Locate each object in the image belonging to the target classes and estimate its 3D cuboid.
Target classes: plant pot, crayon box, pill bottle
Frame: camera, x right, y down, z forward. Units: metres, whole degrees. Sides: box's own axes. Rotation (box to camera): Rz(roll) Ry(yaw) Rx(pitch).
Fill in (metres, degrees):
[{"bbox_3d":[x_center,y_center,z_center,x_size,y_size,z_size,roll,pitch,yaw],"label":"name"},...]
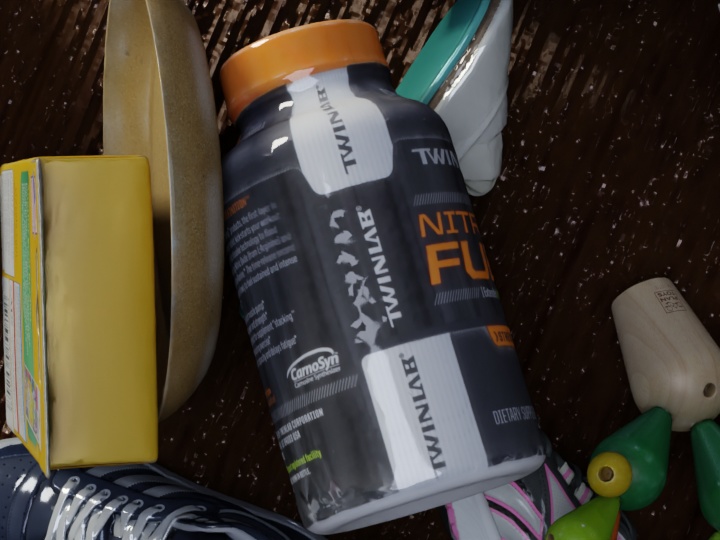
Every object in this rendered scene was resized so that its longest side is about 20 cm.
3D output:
[{"bbox_3d":[-0.086,-0.034,0.890,0.027,0.200,0.201,-3,92,-14],"label":"plant pot"},{"bbox_3d":[-0.123,0.015,0.885,0.051,0.200,0.127,-2,92,-13],"label":"crayon box"},{"bbox_3d":[0.000,0.000,0.851,0.106,0.106,0.201,-18,80,6],"label":"pill bottle"}]

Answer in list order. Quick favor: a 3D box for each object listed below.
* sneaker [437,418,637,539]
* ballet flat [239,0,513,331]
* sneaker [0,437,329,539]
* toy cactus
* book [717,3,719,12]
[{"bbox_3d":[0.081,0.112,0.940,0.086,0.080,0.201,-13,99,-4],"label":"sneaker"},{"bbox_3d":[0.023,-0.038,0.944,0.069,0.069,0.200,37,99,4],"label":"ballet flat"},{"bbox_3d":[-0.106,0.126,0.934,0.199,0.108,0.071,15,93,5],"label":"sneaker"},{"bbox_3d":[0.156,0.077,0.903,0.199,0.102,0.166,-15,64,-17],"label":"toy cactus"},{"bbox_3d":[0.231,-0.037,0.879,0.133,0.048,0.201,-24,96,-38],"label":"book"}]
